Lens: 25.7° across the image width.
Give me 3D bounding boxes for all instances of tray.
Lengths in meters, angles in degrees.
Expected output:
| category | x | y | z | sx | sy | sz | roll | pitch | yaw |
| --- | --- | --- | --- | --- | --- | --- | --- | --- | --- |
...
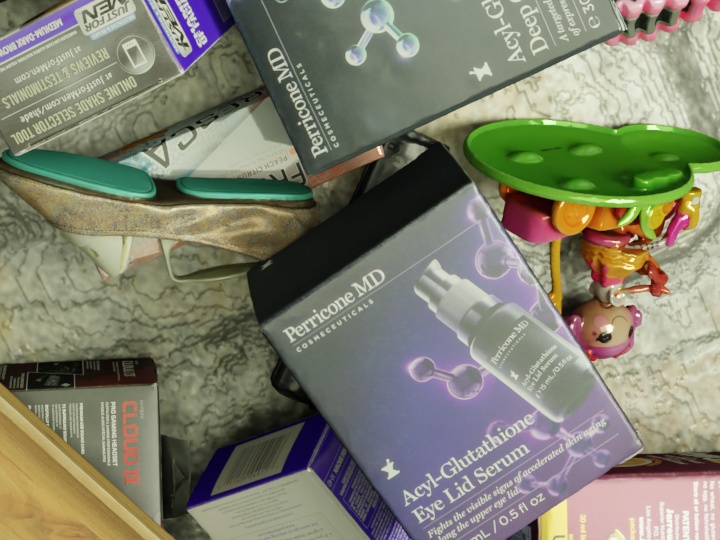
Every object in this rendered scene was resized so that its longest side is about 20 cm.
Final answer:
| category | x | y | z | sx | sy | sz | roll | pitch | yaw |
| --- | --- | --- | --- | --- | --- | --- | --- | --- | --- |
| tray | -0.197 | 0.160 | 0.971 | 0.099 | 0.037 | 0.200 | -45 | 106 | 0 |

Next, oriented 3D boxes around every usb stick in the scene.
| category | x | y | z | sx | sy | sz | roll | pitch | yaw |
| --- | --- | --- | --- | --- | --- | --- | --- | --- | --- |
| usb stick | 0.000 | 0.000 | 1.058 | 0.055 | 0.033 | 0.201 | 22 | 96 | -18 |

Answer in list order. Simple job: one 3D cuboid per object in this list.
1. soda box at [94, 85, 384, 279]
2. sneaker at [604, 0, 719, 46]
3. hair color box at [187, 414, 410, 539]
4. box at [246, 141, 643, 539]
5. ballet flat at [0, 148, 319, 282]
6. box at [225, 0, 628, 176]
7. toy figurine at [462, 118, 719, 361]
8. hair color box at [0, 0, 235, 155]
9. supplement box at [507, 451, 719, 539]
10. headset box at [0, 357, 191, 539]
| category | x | y | z | sx | sy | sz | roll | pitch | yaw |
| --- | --- | --- | --- | --- | --- | --- | --- | --- | --- |
| soda box | -0.089 | -0.068 | 1.013 | 0.199 | 0.064 | 0.069 | -25 | 105 | -6 |
| sneaker | 0.218 | -0.217 | 1.050 | 0.199 | 0.079 | 0.096 | -20 | 82 | -7 |
| hair color box | -0.007 | 0.192 | 1.039 | 0.109 | 0.065 | 0.200 | -22 | 115 | 34 |
| box | 0.047 | 0.052 | 0.927 | 0.148 | 0.104 | 0.200 | -35 | 108 | 3 |
| ballet flat | -0.124 | -0.027 | 0.949 | 0.199 | 0.068 | 0.068 | 7 | 107 | -11 |
| box | 0.031 | -0.167 | 0.913 | 0.199 | 0.107 | 0.149 | -25 | 100 | 8 |
| toy figurine | 0.152 | 0.006 | 1.062 | 0.199 | 0.150 | 0.185 | -11 | 118 | -34 |
| hair color box | -0.137 | -0.139 | 0.907 | 0.109 | 0.200 | 0.065 | -24 | 106 | 15 |
| supplement box | 0.197 | 0.181 | 1.075 | 0.199 | 0.131 | 0.104 | 0 | 88 | -12 |
| headset box | -0.210 | 0.139 | 1.023 | 0.199 | 0.077 | 0.150 | -1 | 101 | -9 |
